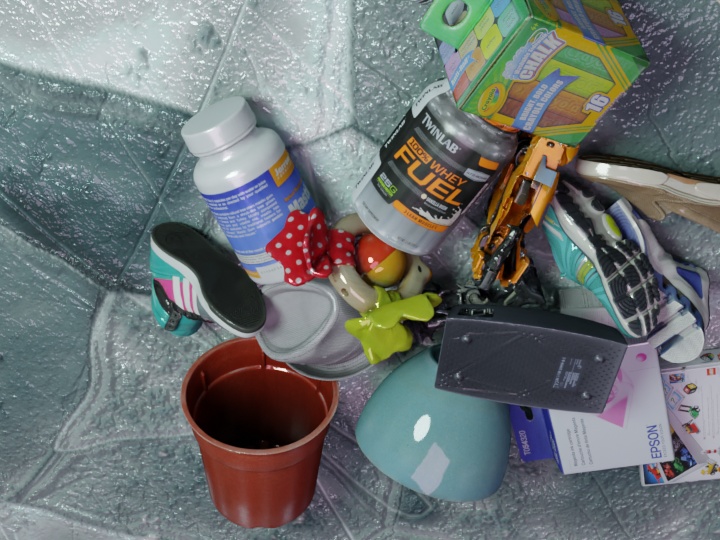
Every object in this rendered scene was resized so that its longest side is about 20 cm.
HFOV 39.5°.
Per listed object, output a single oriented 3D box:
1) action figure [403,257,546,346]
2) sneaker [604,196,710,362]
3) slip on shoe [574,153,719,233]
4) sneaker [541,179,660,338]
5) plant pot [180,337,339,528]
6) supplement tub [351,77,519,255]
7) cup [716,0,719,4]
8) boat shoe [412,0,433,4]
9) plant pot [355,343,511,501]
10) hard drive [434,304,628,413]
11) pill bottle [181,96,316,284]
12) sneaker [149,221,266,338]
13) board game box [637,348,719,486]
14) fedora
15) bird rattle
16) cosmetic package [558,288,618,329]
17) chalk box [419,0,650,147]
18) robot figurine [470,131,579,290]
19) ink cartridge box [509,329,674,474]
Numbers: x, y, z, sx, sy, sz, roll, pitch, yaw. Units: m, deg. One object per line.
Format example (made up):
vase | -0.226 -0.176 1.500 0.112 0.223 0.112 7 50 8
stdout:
action figure | 0.128 0.059 1.227 0.199 0.119 0.102 -18 114 10
sneaker | 0.349 0.008 1.192 0.080 0.115 0.200 -37 82 35
slip on shoe | 0.336 -0.086 1.134 0.199 0.076 0.061 10 107 -9
sneaker | 0.268 -0.009 1.143 0.077 0.201 0.080 -18 159 -32
plant pot | -0.129 0.224 1.323 0.199 0.201 0.196 5 131 2
supplement tub | 0.089 -0.124 1.107 0.122 0.123 0.200 30 121 -13
cup | 0.396 -0.342 0.922 0.199 0.144 0.201 3 124 4
boat shoe | 0.139 -0.316 1.012 0.199 0.069 0.057 -26 117 18
plant pot | 0.108 0.174 1.262 0.199 0.200 0.135 17 112 -5
hard drive | 0.190 0.098 1.139 0.199 0.042 0.135 8 134 3
pill bottle | -0.122 -0.093 1.154 0.111 0.112 0.201 -18 120 16
sneaker | -0.194 0.044 1.232 0.200 0.083 0.121 43 138 29
board game box | 0.428 0.198 1.331 0.125 0.035 0.201 -8 121 10
fedora | -0.056 0.049 1.205 0.199 0.090 0.178 -13 88 33
bird rattle | 0.000 0.000 1.132 0.200 0.163 0.113 42 132 5
cosmetic package | 0.298 0.116 1.282 0.082 0.051 0.201 -2 123 10
chalk box | 0.157 -0.226 0.986 0.199 0.124 0.125 11 138 -29
robot figurine | 0.177 -0.071 1.124 0.058 0.145 0.201 18 114 -4
ink cartridge box | 0.283 0.171 1.266 0.199 0.043 0.197 -12 121 13
